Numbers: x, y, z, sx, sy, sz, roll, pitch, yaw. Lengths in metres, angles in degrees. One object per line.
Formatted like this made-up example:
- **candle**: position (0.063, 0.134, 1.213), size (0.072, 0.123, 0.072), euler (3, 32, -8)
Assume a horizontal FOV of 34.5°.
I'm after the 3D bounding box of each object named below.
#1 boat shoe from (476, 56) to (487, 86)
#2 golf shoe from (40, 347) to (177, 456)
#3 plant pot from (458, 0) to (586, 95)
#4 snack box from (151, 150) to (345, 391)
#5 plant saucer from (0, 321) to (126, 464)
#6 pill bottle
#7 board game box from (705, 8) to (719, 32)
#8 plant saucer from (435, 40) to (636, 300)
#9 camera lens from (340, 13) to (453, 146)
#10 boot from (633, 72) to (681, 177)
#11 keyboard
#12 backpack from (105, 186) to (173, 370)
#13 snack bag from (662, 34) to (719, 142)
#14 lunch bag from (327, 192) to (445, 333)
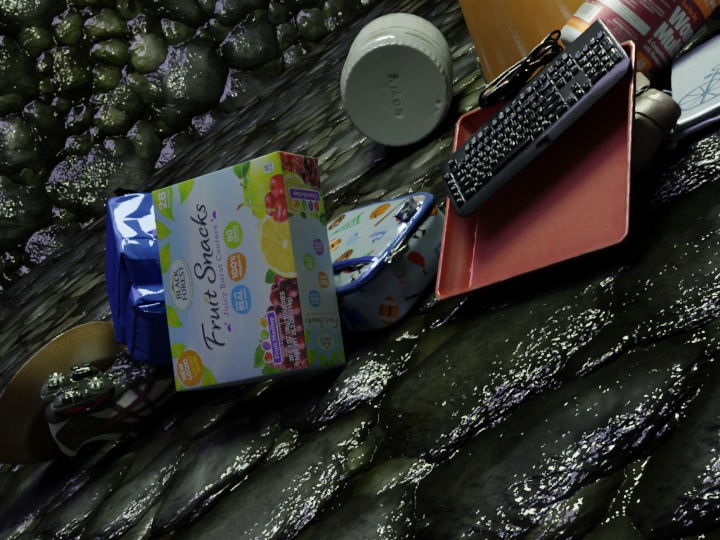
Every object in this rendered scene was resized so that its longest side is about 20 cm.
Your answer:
- **boat shoe**: position (0.236, -0.290, 1.501), size (0.199, 0.071, 0.072), euler (-25, 19, 30)
- **golf shoe**: position (-0.250, 0.135, 1.279), size (0.199, 0.089, 0.077), euler (-16, 30, -25)
- **plant pot**: position (0.207, -0.285, 1.347), size (0.199, 0.184, 0.200), euler (-32, 16, 11)
- **snack box**: position (-0.110, 0.005, 1.110), size (0.168, 0.202, 0.067), euler (-12, -9, 34)
- **plant saucer**: position (-0.334, 0.150, 1.324), size (0.200, 0.035, 0.201), euler (-45, -22, -24)
- **pill bottle**: position (0.308, -0.283, 1.195), size (0.200, 0.109, 0.110), euler (-49, 15, 8)
- **board game box**: position (0.480, -0.344, 1.219), size (0.199, 0.041, 0.200), euler (-13, 29, 53)
- **plant saucer**: position (0.159, -0.078, 1.006), size (0.199, 0.037, 0.202), euler (-20, 51, 42)
- **camera lens**: position (0.054, -0.274, 1.662), size (0.159, 0.161, 0.200), euler (-30, 17, 15)
- **boot**: position (0.211, -0.128, 1.086), size (0.146, 0.070, 0.200), euler (-41, 29, 6)
- **keyboard**: position (0.138, -0.144, 1.017), size (0.200, 0.040, 0.105), euler (-42, 39, 20)
- **backpack**: position (-0.169, 0.013, 1.266), size (0.198, 0.169, 0.163), euler (-6, -34, -19)
- **snack bag**: position (0.370, -0.200, 1.074), size (0.188, 0.021, 0.200), euler (-27, 19, 25)
- **lunch bag**: position (0.000, 0.000, 1.166), size (0.199, 0.076, 0.160), euler (-15, 28, 53)
